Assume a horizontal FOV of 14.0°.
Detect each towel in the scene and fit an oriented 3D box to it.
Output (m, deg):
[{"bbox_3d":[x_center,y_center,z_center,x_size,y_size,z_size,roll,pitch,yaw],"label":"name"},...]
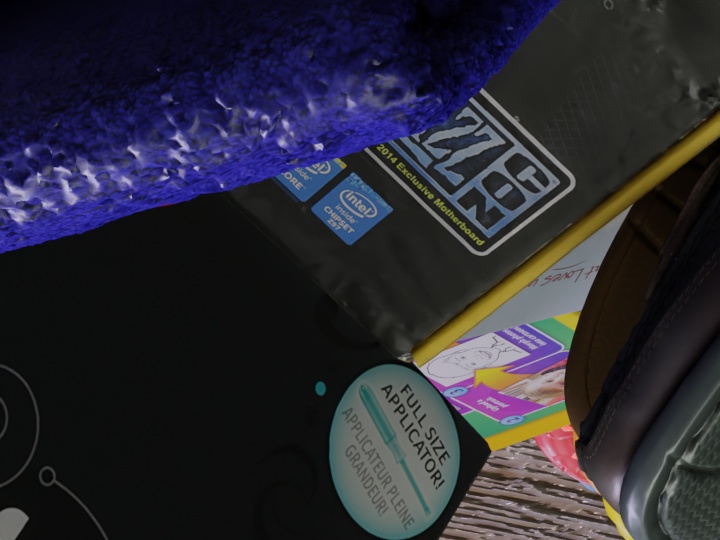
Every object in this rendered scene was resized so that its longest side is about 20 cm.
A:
[{"bbox_3d":[-0.050,-0.037,0.541,0.199,0.148,0.050,-15,113,29],"label":"towel"}]

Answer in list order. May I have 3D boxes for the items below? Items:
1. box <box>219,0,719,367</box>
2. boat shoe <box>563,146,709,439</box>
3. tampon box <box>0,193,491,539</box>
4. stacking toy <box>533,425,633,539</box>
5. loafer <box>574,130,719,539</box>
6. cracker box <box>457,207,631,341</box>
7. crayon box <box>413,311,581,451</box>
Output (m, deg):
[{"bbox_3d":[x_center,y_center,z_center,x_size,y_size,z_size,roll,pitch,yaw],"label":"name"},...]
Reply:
[{"bbox_3d":[-0.005,-0.094,0.608,0.200,0.049,0.160,43,131,-10],"label":"box"},{"bbox_3d":[0.124,-0.030,0.683,0.200,0.072,0.072,-56,164,2],"label":"boat shoe"},{"bbox_3d":[-0.094,0.073,0.696,0.126,0.200,0.150,-7,133,51],"label":"tampon box"},{"bbox_3d":[0.125,0.074,0.948,0.116,0.200,0.110,-33,131,10],"label":"stacking toy"},{"bbox_3d":[0.111,-0.029,0.622,0.200,0.063,0.072,-48,144,-3],"label":"loafer"},{"bbox_3d":[0.081,-0.077,0.702,0.134,0.058,0.200,-13,142,-38],"label":"cracker box"},{"bbox_3d":[0.000,0.000,0.863,0.118,0.059,0.200,-21,152,25],"label":"crayon box"}]
